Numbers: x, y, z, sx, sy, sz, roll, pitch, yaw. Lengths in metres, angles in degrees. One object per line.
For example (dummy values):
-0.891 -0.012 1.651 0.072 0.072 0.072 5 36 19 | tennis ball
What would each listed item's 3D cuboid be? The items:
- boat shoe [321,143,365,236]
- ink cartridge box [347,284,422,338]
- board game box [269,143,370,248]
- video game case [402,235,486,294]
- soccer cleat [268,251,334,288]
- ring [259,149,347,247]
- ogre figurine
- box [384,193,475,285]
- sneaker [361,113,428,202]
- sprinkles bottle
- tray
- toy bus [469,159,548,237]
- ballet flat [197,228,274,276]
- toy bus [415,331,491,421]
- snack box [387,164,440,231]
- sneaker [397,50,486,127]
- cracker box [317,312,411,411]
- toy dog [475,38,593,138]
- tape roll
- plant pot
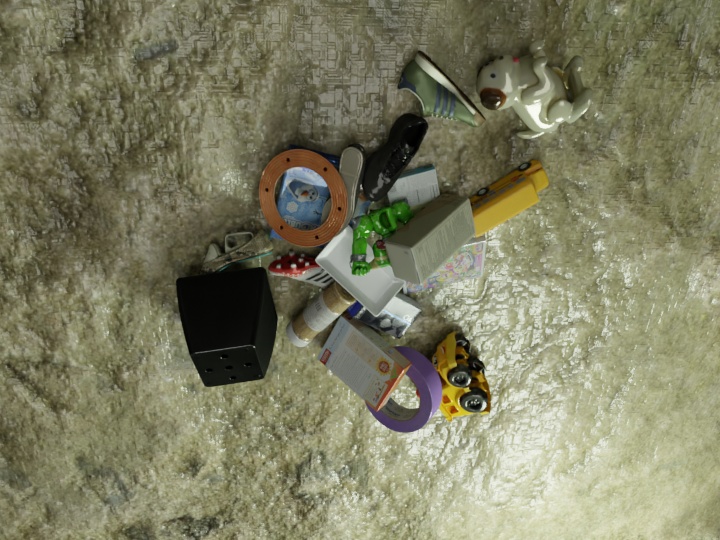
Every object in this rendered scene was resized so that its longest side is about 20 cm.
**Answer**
-0.029 -0.164 1.222 0.066 0.057 0.203 23 117 8 | boat shoe
0.047 0.086 1.400 0.198 0.039 0.100 27 112 -31 | ink cartridge box
-0.080 -0.148 1.278 0.195 0.044 0.203 11 116 -13 | board game box
0.190 -0.010 1.367 0.195 0.018 0.144 -12 145 0 | video game case
-0.110 0.004 1.342 0.195 0.069 0.087 -6 123 -9 | soccer cleat
-0.117 -0.148 1.215 0.196 0.019 0.205 6 112 15 | ring
0.058 -0.076 1.257 0.196 0.098 0.122 -17 104 -5 | ogre figurine
0.149 -0.068 1.232 0.199 0.077 0.097 -38 126 -31 | box
0.069 -0.231 1.200 0.075 0.091 0.203 28 92 -20 | sneaker
-0.092 0.099 1.363 0.068 0.069 0.200 33 126 -22 | sprinkles bottle
0.000 0.000 1.310 0.200 0.022 0.108 43 86 -19 | tray
0.321 -0.159 1.303 0.197 0.079 0.066 -31 118 9 | toy bus
-0.286 -0.039 1.301 0.197 0.068 0.077 -24 99 10 | ballet flat
0.216 0.281 1.507 0.189 0.137 0.202 -23 117 24 | toy bus
0.126 -0.124 1.320 0.113 0.037 0.204 -13 118 2 | snack box
0.158 -0.343 1.198 0.199 0.068 0.090 37 116 -23 | sneaker
0.007 0.215 1.414 0.199 0.057 0.135 38 114 16 | cracker box
0.326 -0.364 1.180 0.196 0.143 0.194 13 152 -15 | toy dog
0.100 0.293 1.461 0.196 0.065 0.205 11 112 29 | tape roll
-0.288 0.136 1.292 0.195 0.180 0.202 -7 139 -3 | plant pot
